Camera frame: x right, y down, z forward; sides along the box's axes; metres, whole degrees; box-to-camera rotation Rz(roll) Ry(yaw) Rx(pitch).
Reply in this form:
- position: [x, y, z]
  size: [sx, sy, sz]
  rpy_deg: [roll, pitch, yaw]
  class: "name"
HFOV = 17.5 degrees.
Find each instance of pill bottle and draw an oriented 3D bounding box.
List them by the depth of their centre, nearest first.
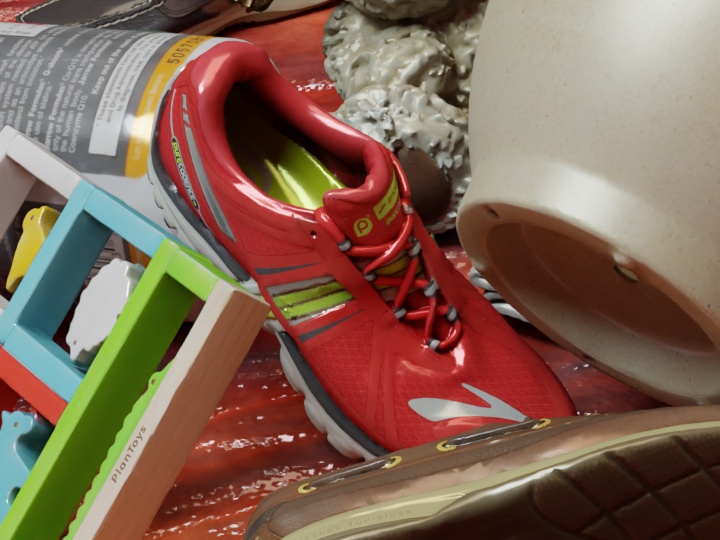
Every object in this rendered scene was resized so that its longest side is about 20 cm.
- position: [-0.136, -0.044, 0.958]
  size: [0.200, 0.117, 0.116]
  rpy_deg: [7, 32, 21]
  class: "pill bottle"

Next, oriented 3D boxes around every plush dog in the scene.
- position: [0.036, -0.135, 1.011]
  size: [0.200, 0.172, 0.160]
  rpy_deg: [-32, 17, 1]
  class: "plush dog"

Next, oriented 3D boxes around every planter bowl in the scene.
- position: [0.115, -0.037, 0.790]
  size: [0.200, 0.200, 0.135]
  rpy_deg: [22, 69, 40]
  class: "planter bowl"

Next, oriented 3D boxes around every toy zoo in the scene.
- position: [-0.121, 0.029, 0.835]
  size: [0.020, 0.131, 0.200]
  rpy_deg: [28, 3, -41]
  class: "toy zoo"

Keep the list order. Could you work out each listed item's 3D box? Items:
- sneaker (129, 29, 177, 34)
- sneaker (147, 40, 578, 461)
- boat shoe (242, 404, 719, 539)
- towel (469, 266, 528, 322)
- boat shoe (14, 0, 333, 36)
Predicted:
- position: [-0.147, -0.083, 1.073]
  size: [0.200, 0.077, 0.084]
  rpy_deg: [-1, 28, 3]
  class: "sneaker"
- position: [0.000, 0.000, 0.821]
  size: [0.200, 0.085, 0.077]
  rpy_deg: [43, 59, 9]
  class: "sneaker"
- position: [0.057, 0.074, 0.756]
  size: [0.200, 0.072, 0.068]
  rpy_deg: [-12, 32, -6]
  class: "boat shoe"
- position: [0.145, -0.023, 0.950]
  size: [0.132, 0.035, 0.200]
  rpy_deg: [17, 38, 32]
  class: "towel"
- position: [-0.090, -0.155, 1.197]
  size: [0.200, 0.065, 0.073]
  rpy_deg: [-23, 35, -25]
  class: "boat shoe"
